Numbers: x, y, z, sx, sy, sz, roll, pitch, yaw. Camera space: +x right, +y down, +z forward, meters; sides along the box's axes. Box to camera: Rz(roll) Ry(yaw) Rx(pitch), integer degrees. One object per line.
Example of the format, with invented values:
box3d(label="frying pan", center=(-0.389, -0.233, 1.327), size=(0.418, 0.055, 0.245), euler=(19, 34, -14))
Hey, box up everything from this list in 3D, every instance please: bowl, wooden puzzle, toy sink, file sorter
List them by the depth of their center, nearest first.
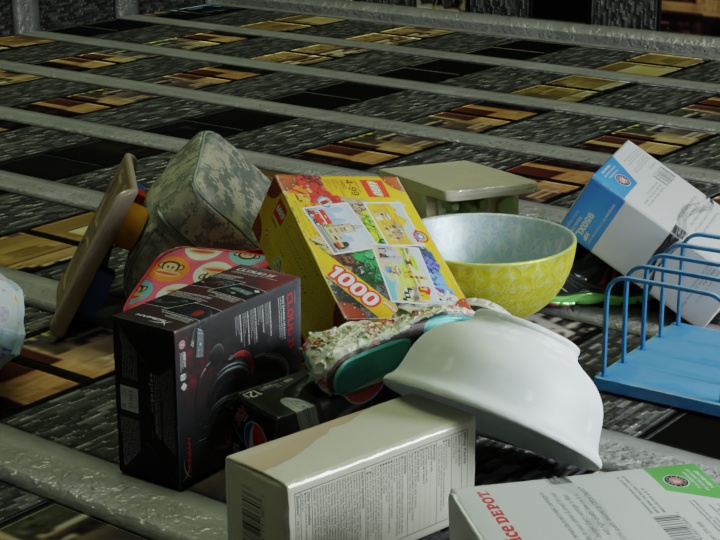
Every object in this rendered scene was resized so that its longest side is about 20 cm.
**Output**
box3d(label="bowl", center=(0.126, 0.092, 1.340), size=(0.201, 0.090, 0.201), euler=(21, -8, 3))
box3d(label="file sorter", center=(0.342, 0.048, 1.584), size=(0.139, 0.123, 0.200), euler=(11, 21, 33))
box3d(label="bowl", center=(0.134, 0.013, 1.718), size=(0.200, 0.108, 0.200), euler=(0, 17, 0))
box3d(label="wooden puzzle", center=(-0.288, -0.027, 1.774), size=(0.046, 0.185, 0.200), euler=(27, 11, -13))
box3d(label="toy sink", center=(0.121, -0.065, 1.966), size=(0.130, 0.112, 0.200), euler=(-8, 14, -23))

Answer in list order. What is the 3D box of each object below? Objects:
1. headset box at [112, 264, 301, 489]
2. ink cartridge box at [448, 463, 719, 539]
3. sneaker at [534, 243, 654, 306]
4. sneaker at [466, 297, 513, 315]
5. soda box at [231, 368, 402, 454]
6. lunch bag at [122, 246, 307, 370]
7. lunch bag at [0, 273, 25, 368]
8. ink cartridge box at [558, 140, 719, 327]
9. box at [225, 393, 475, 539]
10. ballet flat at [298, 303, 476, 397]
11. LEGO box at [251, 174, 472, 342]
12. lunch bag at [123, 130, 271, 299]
box3d(label="headset box", center=(-0.127, 0.088, 1.416), size=(0.075, 0.149, 0.200), euler=(12, 21, 32))
box3d(label="ink cartridge box", center=(0.175, 0.210, 1.126), size=(0.200, 0.084, 0.146), euler=(-4, 18, -12))
box3d(label="sneaker", center=(0.281, -0.007, 1.817), size=(0.200, 0.084, 0.077), euler=(-5, 19, -21))
box3d(label="sneaker", center=(0.073, 0.072, 1.625), size=(0.200, 0.074, 0.080), euler=(5, 32, 29))
box3d(label="soda box", center=(-0.020, 0.125, 1.422), size=(0.200, 0.071, 0.063), euler=(-16, 29, -41))
box3d(label="lunch bag", center=(-0.130, 0.038, 1.614), size=(0.200, 0.082, 0.176), euler=(8, 39, 14))
box3d(label="lunch bag", center=(-0.440, 0.036, 1.564), size=(0.169, 0.127, 0.200), euler=(19, 0, -33))
box3d(label="ink cartridge box", center=(0.343, -0.041, 1.776), size=(0.200, 0.084, 0.145), euler=(37, 32, 9))
box3d(label="box", center=(-0.004, 0.171, 1.243), size=(0.200, 0.095, 0.078), euler=(-13, 21, -40))
box3d(label="ballet flat", center=(0.032, 0.060, 1.405), size=(0.200, 0.076, 0.064), euler=(-9, 35, -39))
box3d(label="LEGO box", center=(0.000, 0.000, 1.561), size=(0.149, 0.077, 0.200), euler=(-1, 46, -31))
box3d(label="lunch bag", center=(-0.193, -0.045, 1.807), size=(0.168, 0.139, 0.200), euler=(-39, 21, 18))
